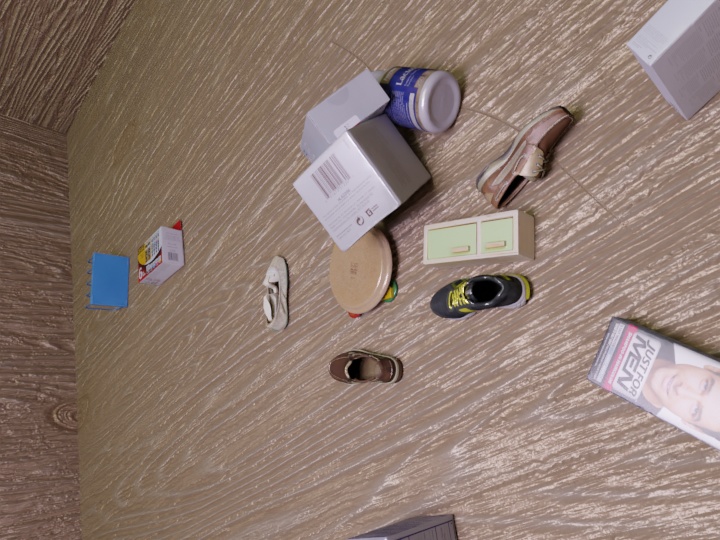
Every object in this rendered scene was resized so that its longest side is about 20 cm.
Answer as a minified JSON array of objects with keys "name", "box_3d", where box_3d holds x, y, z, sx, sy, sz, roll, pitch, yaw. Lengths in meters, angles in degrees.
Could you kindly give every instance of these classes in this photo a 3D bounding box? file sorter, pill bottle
[{"name":"file sorter","box_3d":[-1.025,0.051,2.137,0.121,0.137,0.206,-18,70,44]},{"name":"pill bottle","box_3d":[0.098,-0.355,1.090,0.198,0.114,0.118,26,101,44]}]

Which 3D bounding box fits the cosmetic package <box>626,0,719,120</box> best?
[{"name":"cosmetic package","box_3d":[0.442,-0.296,0.673,0.151,0.197,0.052,-45,55,28]}]

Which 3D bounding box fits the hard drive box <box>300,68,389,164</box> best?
[{"name":"hard drive box","box_3d":[-0.040,-0.301,1.096,0.155,0.200,0.077,-39,91,-11]}]

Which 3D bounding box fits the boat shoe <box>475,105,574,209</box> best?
[{"name":"boat shoe","box_3d":[0.287,-0.185,0.907,0.200,0.074,0.075,-48,58,38]}]

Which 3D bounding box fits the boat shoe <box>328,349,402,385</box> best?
[{"name":"boat shoe","box_3d":[-0.008,0.203,1.124,0.199,0.074,0.077,-13,74,43]}]

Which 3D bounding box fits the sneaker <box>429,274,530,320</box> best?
[{"name":"sneaker","box_3d":[0.196,0.039,0.942,0.197,0.083,0.077,-18,69,42]}]

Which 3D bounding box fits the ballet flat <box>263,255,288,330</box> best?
[{"name":"ballet flat","box_3d":[-0.223,0.053,1.378,0.067,0.062,0.205,-22,67,40]}]

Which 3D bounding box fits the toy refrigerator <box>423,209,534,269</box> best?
[{"name":"toy refrigerator","box_3d":[0.207,-0.052,0.958,0.197,0.069,0.078,-5,79,44]}]

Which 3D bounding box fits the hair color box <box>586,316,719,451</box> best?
[{"name":"hair color box","box_3d":[0.422,0.149,0.712,0.198,0.060,0.101,28,102,43]}]

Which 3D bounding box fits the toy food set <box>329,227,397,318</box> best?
[{"name":"toy food set","box_3d":[0.000,0.000,1.173,0.197,0.048,0.204,-14,73,42]}]

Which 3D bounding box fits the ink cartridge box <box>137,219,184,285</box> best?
[{"name":"ink cartridge box","box_3d":[-0.708,-0.068,1.874,0.198,0.083,0.180,-29,63,39]}]

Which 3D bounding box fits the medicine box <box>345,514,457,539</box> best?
[{"name":"medicine box","box_3d":[0.082,0.528,0.887,0.102,0.197,0.187,-25,66,38]}]

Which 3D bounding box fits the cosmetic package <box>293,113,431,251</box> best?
[{"name":"cosmetic package","box_3d":[0.009,-0.178,1.051,0.166,0.200,0.167,-36,94,34]}]
